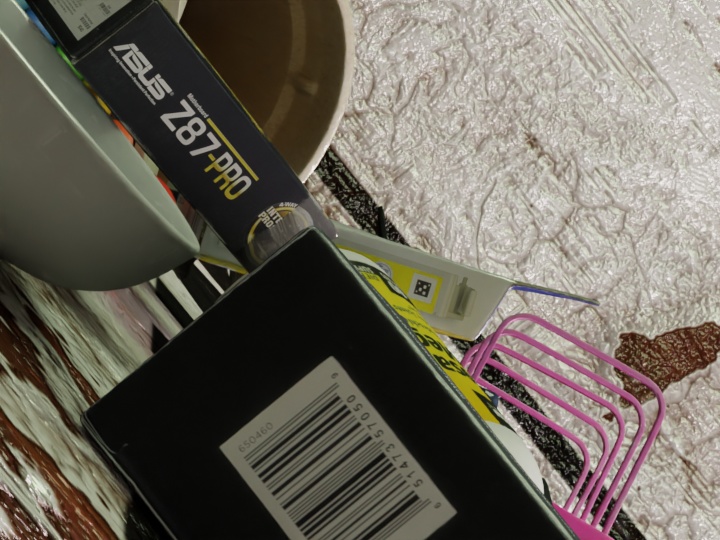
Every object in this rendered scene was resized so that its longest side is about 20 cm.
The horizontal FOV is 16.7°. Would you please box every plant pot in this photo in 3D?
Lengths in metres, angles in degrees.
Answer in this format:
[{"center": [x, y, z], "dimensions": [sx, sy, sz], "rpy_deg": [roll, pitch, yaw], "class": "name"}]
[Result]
[{"center": [-0.135, -0.136, 1.417], "dimensions": [0.183, 0.200, 0.200], "rpy_deg": [33, -13, 50], "class": "plant pot"}]

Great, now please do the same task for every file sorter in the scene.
[{"center": [0.112, 0.126, 1.715], "dimensions": [0.139, 0.125, 0.200], "rpy_deg": [31, -18, -2], "class": "file sorter"}]

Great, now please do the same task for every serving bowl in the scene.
[{"center": [-0.145, -0.065, 0.896], "dimensions": [0.200, 0.066, 0.200], "rpy_deg": [50, 0, 0], "class": "serving bowl"}]

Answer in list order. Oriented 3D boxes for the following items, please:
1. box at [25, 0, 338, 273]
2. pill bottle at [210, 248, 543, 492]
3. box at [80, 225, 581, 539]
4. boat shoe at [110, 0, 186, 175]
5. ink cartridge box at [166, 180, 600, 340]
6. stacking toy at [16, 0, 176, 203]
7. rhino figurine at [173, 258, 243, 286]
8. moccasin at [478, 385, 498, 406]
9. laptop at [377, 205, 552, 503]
[{"center": [-0.102, -0.099, 1.082], "dimensions": [0.161, 0.049, 0.200], "rpy_deg": [55, -2, -41], "class": "box"}, {"center": [0.010, 0.087, 1.087], "dimensions": [0.200, 0.112, 0.112], "rpy_deg": [51, 0, 44], "class": "pill bottle"}, {"center": [0.004, 0.088, 0.896], "dimensions": [0.148, 0.107, 0.200], "rpy_deg": [51, 1, 14], "class": "box"}, {"center": [-0.127, -0.104, 1.277], "dimensions": [0.059, 0.200, 0.072], "rpy_deg": [12, 31, -1], "class": "boat shoe"}, {"center": [0.000, 0.000, 1.272], "dimensions": [0.200, 0.047, 0.198], "rpy_deg": [20, -2, -11], "class": "ink cartridge box"}, {"center": [-0.159, -0.086, 1.217], "dimensions": [0.200, 0.085, 0.085], "rpy_deg": [57, 0, -1], "class": "stacking toy"}, {"center": [-0.043, 0.036, 1.465], "dimensions": [0.200, 0.087, 0.060], "rpy_deg": [61, 1, -18], "class": "rhino figurine"}, {"center": [-0.002, 0.065, 1.336], "dimensions": [0.200, 0.068, 0.080], "rpy_deg": [24, -11, 35], "class": "moccasin"}, {"center": [0.067, 0.077, 1.491], "dimensions": [0.200, 0.103, 0.177], "rpy_deg": [33, 14, -11], "class": "laptop"}]
